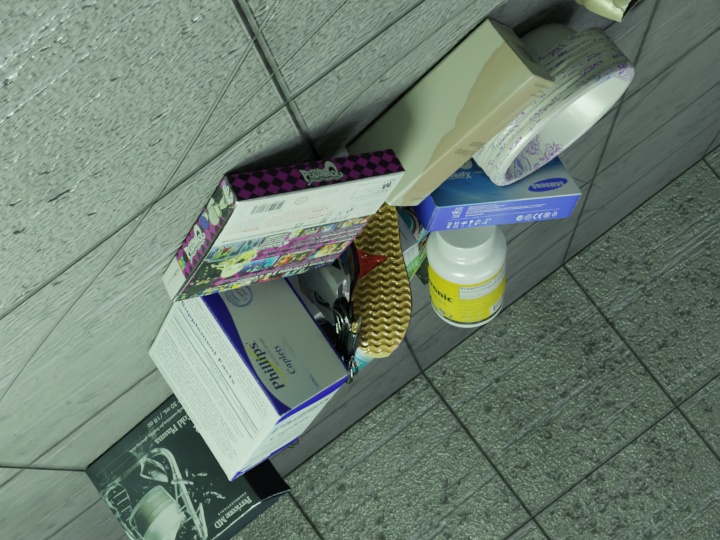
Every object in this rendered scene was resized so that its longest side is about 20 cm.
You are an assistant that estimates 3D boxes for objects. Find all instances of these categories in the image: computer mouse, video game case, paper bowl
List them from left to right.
[{"bbox_3d":[-0.077,-0.044,1.241,0.200,0.036,0.181,-14,156,-36],"label":"video game case"},{"bbox_3d":[-0.041,0.023,1.397,0.044,0.200,0.110,-8,135,-12],"label":"computer mouse"},{"bbox_3d":[0.199,-0.196,1.402,0.201,0.104,0.201,-35,169,-8],"label":"paper bowl"}]

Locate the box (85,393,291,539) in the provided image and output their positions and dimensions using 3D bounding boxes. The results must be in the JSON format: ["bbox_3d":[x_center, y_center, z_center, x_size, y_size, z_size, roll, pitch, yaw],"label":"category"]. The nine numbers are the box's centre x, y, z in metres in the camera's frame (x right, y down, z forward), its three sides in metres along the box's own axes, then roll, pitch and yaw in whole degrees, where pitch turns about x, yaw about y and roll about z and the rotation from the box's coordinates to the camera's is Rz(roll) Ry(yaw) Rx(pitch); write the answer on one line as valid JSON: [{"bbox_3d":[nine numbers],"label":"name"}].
[{"bbox_3d":[-0.244,0.298,1.783,0.200,0.197,0.124,-41,169,13],"label":"box"}]

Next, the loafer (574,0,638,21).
[{"bbox_3d":[0.316,-0.329,1.319,0.200,0.068,0.076,-37,169,0],"label":"loafer"}]

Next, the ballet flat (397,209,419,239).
[{"bbox_3d":[0.000,0.000,1.659,0.200,0.068,0.067,-36,160,-2],"label":"ballet flat"}]

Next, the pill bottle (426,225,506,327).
[{"bbox_3d":[0.148,-0.012,1.749,0.111,0.111,0.200,-34,152,-15],"label":"pill bottle"}]

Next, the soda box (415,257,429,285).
[{"bbox_3d":[0.151,-0.067,1.858,0.200,0.071,0.063,-45,167,33],"label":"soda box"}]

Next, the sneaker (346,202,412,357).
[{"bbox_3d":[0.019,-0.004,1.420,0.075,0.200,0.090,-2,-174,1],"label":"sneaker"}]

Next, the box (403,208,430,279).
[{"bbox_3d":[0.042,0.004,1.761,0.200,0.035,0.110,-58,163,16],"label":"box"}]

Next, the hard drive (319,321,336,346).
[{"bbox_3d":[-0.089,0.126,1.567,0.200,0.038,0.140,-37,168,22],"label":"hard drive"}]

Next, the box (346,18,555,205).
[{"bbox_3d":[0.092,-0.158,1.289,0.200,0.078,0.095,-42,168,20],"label":"box"}]

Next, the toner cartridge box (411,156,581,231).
[{"bbox_3d":[0.151,-0.101,1.479,0.200,0.095,0.043,-7,141,-26],"label":"toner cartridge box"}]

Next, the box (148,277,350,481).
[{"bbox_3d":[-0.127,0.102,1.388,0.105,0.184,0.200,-27,165,-33],"label":"box"}]

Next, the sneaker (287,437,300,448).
[{"bbox_3d":[-0.091,0.194,1.731,0.200,0.085,0.075,-35,169,-9],"label":"sneaker"}]

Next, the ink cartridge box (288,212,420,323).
[{"bbox_3d":[-0.029,0.004,1.550,0.200,0.088,0.145,-34,169,-3],"label":"ink cartridge box"}]

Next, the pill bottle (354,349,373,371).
[{"bbox_3d":[-0.068,0.134,1.890,0.200,0.111,0.111,-40,168,14],"label":"pill bottle"}]
